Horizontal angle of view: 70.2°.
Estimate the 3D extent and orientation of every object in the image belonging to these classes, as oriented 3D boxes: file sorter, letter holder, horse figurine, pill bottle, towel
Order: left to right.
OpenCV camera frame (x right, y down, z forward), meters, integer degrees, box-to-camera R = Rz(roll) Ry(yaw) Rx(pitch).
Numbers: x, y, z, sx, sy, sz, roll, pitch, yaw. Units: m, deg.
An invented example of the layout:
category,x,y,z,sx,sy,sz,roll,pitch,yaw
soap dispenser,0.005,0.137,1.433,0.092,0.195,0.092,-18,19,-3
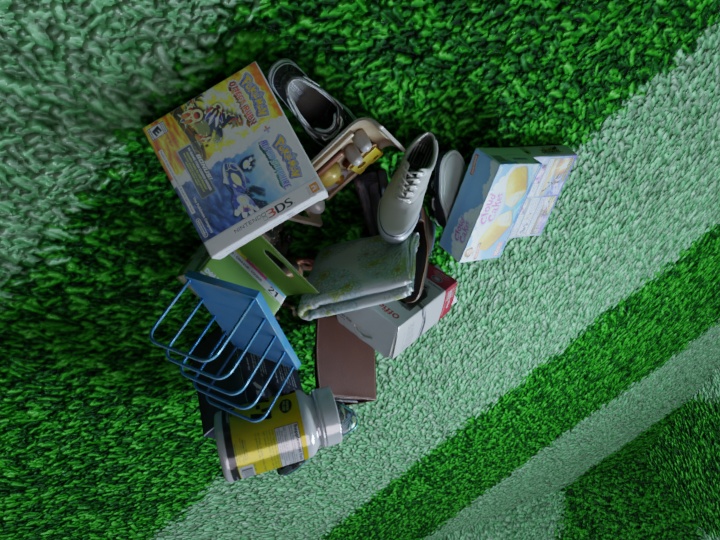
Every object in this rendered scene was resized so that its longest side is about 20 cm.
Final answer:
category,x,y,z,sx,sy,sz,roll,pitch,yaw
file sorter,-0.203,0.123,0.784,0.124,0.137,0.202,-60,150,-31
pill bottle,-0.136,0.268,0.859,0.196,0.115,0.116,-13,136,-13
horse figurine,-0.142,0.031,0.975,0.199,0.050,0.132,-39,137,10
letter holder,-0.053,0.156,1.017,0.140,0.204,0.100,14,155,-35
towel,0.000,0.000,0.850,0.197,0.172,0.049,-15,117,18

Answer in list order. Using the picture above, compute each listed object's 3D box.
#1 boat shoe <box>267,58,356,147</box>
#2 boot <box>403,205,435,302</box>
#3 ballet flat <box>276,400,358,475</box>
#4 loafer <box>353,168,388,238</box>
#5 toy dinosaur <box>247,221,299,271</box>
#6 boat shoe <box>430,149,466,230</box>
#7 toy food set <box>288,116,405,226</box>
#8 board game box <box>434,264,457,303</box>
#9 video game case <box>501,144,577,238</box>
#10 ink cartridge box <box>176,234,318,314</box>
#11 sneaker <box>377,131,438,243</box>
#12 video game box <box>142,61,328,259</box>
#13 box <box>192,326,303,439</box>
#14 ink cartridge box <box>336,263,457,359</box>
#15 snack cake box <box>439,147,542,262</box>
category,x,y,z,sx,sy,sz,roll,pitch,yaw
boat shoe,-0.058,-0.225,0.759,0.072,0.071,0.199,-44,139,15
boot,0.114,-0.031,0.965,0.074,0.204,0.096,-8,160,33
ballet flat,-0.097,0.312,0.973,0.199,0.075,0.074,-38,137,9
loafer,0.025,-0.087,0.939,0.062,0.072,0.203,-6,121,0
toy dinosaur,-0.150,-0.044,0.850,0.076,0.103,0.202,13,144,8
boat shoe,0.160,-0.145,0.963,0.075,0.060,0.202,-37,139,-21
toy food set,-0.023,-0.146,0.811,0.199,0.061,0.143,-38,167,15
board game box,0.118,0.082,1.176,0.198,0.035,0.127,-32,138,3
video game case,0.325,-0.156,1.053,0.178,0.046,0.202,-7,133,-21
ink cartridge box,-0.183,0.021,0.811,0.148,0.198,0.076,47,59,-25
sneaker,0.076,-0.143,0.842,0.072,0.203,0.071,16,158,5
video game box,-0.168,-0.147,0.700,0.180,0.202,0.047,-30,180,-1
box,-0.216,0.236,1.023,0.117,0.198,0.200,-38,137,12
ink cartridge box,0.071,0.056,0.989,0.199,0.146,0.084,-32,143,-41
snack cake box,0.235,-0.119,0.940,0.113,0.067,0.203,-9,131,-34
